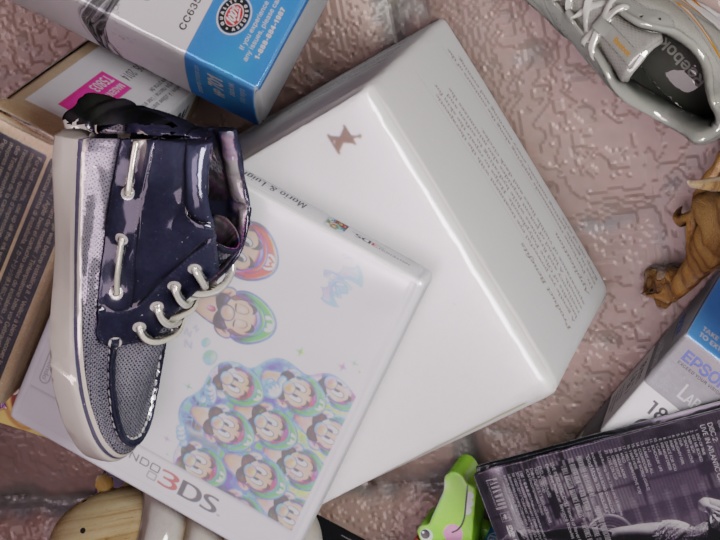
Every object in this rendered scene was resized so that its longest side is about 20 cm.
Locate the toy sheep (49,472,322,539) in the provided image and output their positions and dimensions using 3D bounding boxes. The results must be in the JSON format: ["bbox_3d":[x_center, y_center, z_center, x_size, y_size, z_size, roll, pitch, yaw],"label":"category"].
[{"bbox_3d":[-0.087,0.177,1.494,0.199,0.138,0.138,15,116,-24],"label":"toy sheep"}]

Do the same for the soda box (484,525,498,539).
[{"bbox_3d":[0.130,0.243,1.565,0.064,0.068,0.201,-9,106,16],"label":"soda box"}]

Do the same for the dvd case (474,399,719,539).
[{"bbox_3d":[0.182,0.156,1.479,0.199,0.016,0.149,-16,104,18],"label":"dvd case"}]

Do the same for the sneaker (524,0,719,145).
[{"bbox_3d":[0.140,-0.145,1.416,0.200,0.092,0.076,37,114,2],"label":"sneaker"}]

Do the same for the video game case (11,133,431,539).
[{"bbox_3d":[-0.080,0.041,1.392,0.182,0.024,0.200,29,115,7],"label":"video game case"}]

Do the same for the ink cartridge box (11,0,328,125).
[{"bbox_3d":[-0.112,-0.196,1.442,0.199,0.086,0.147,27,81,3],"label":"ink cartridge box"}]

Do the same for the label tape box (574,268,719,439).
[{"bbox_3d":[0.228,0.092,1.489,0.144,0.063,0.200,37,114,0],"label":"label tape box"}]

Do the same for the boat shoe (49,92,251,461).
[{"bbox_3d":[-0.107,0.010,1.333,0.092,0.075,0.201,7,111,24],"label":"boat shoe"}]

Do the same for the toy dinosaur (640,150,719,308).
[{"bbox_3d":[0.207,-0.034,1.417,0.060,0.106,0.200,27,156,7],"label":"toy dinosaur"}]

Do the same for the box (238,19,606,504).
[{"bbox_3d":[0.000,0.000,1.461,0.200,0.171,0.199,-29,99,22],"label":"box"}]

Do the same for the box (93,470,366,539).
[{"bbox_3d":[-0.087,0.211,1.611,0.199,0.079,0.141,27,116,5],"label":"box"}]

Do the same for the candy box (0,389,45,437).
[{"bbox_3d":[-0.200,0.049,1.563,0.199,0.117,0.057,16,112,9],"label":"candy box"}]

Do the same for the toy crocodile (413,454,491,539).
[{"bbox_3d":[0.051,0.211,1.576,0.061,0.068,0.201,9,111,13],"label":"toy crocodile"}]

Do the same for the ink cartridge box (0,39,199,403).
[{"bbox_3d":[-0.175,-0.037,1.481,0.075,0.200,0.165,28,114,5],"label":"ink cartridge box"}]
